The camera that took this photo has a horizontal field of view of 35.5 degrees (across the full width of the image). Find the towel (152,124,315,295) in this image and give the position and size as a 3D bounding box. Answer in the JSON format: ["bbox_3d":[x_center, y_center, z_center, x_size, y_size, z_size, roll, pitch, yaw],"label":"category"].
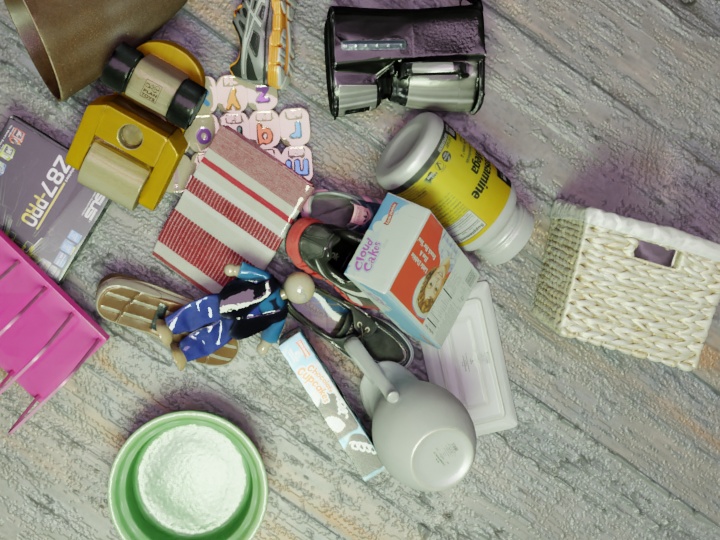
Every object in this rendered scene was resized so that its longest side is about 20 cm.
[{"bbox_3d":[-0.164,-0.065,1.433,0.143,0.023,0.201,35,106,6],"label":"towel"}]

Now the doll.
[{"bbox_3d":[-0.149,0.055,1.408,0.199,0.049,0.137,-25,119,0],"label":"doll"}]

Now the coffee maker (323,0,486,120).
[{"bbox_3d":[0.053,-0.291,1.440,0.198,0.135,0.194,-1,68,-5],"label":"coffee maker"}]

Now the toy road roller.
[{"bbox_3d":[-0.265,-0.189,1.401,0.122,0.146,0.201,28,111,-5],"label":"toy road roller"}]

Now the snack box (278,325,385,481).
[{"bbox_3d":[-0.038,0.166,1.435,0.037,0.116,0.201,-33,94,-3],"label":"snack box"}]

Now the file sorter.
[{"bbox_3d":[-0.439,0.077,1.367,0.139,0.126,0.200,-40,102,20],"label":"file sorter"}]

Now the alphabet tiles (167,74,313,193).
[{"bbox_3d":[-0.163,-0.157,1.470,0.198,0.015,0.198,-5,89,-4],"label":"alphabet tiles"}]

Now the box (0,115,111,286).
[{"bbox_3d":[-0.424,-0.070,1.436,0.160,0.049,0.201,32,90,-8],"label":"box"}]

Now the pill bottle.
[{"bbox_3d":[0.125,-0.099,1.430,0.199,0.112,0.113,38,88,-22],"label":"pill bottle"}]

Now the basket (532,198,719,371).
[{"bbox_3d":[0.333,0.014,1.423,0.196,0.200,0.162,16,96,-4],"label":"basket"}]

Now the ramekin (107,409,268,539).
[{"bbox_3d":[-0.216,0.273,1.433,0.198,0.098,0.202,0,91,-4],"label":"ramekin"}]

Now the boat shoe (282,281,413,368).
[{"bbox_3d":[-0.019,0.075,1.464,0.199,0.057,0.069,29,89,-4],"label":"boat shoe"}]

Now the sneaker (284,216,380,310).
[{"bbox_3d":[0.000,0.000,1.415,0.200,0.098,0.071,32,79,-35],"label":"sneaker"}]

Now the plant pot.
[{"bbox_3d":[-0.321,-0.335,1.388,0.199,0.187,0.188,-28,93,-17],"label":"plant pot"}]

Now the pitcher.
[{"bbox_3d":[0.052,0.171,1.379,0.121,0.200,0.172,-41,115,-1],"label":"pitcher"}]

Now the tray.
[{"bbox_3d":[0.141,0.123,1.495,0.106,0.022,0.202,-13,92,-5],"label":"tray"}]

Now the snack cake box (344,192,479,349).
[{"bbox_3d":[0.068,0.005,1.392,0.067,0.200,0.116,24,78,31],"label":"snack cake box"}]

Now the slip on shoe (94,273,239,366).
[{"bbox_3d":[-0.247,0.060,1.447,0.199,0.061,0.077,22,106,-21],"label":"slip on shoe"}]

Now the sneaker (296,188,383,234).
[{"bbox_3d":[0.012,-0.061,1.450,0.198,0.082,0.071,8,87,-5],"label":"sneaker"}]

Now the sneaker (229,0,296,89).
[{"bbox_3d":[-0.126,-0.334,1.442,0.076,0.078,0.202,2,83,16],"label":"sneaker"}]
